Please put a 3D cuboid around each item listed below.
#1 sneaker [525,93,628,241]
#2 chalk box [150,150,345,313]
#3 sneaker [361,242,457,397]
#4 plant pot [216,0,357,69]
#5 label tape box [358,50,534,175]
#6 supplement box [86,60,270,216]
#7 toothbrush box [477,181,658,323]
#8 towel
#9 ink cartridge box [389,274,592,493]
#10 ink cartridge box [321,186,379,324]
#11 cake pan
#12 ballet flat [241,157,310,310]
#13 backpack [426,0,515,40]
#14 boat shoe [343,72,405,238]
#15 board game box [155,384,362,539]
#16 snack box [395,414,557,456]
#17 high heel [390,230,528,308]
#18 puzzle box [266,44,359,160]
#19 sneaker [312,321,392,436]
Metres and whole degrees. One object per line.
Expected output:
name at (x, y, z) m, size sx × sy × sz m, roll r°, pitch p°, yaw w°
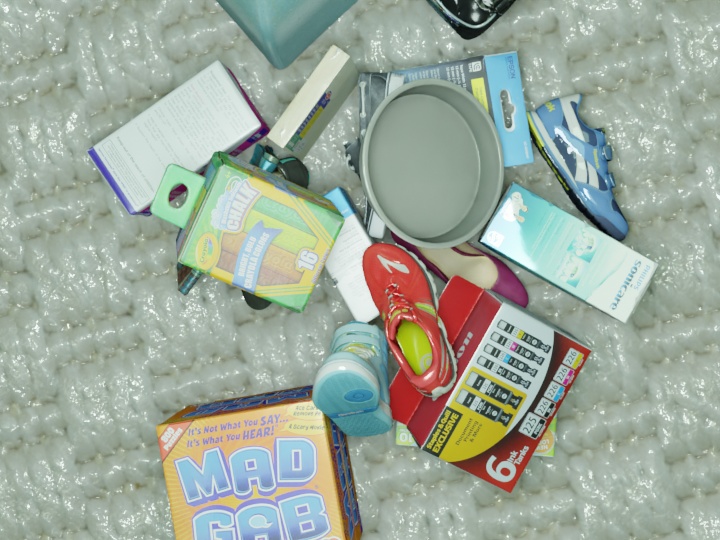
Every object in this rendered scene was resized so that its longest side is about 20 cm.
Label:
sneaker at (0.285, -0.130, 1.660) m, size 0.082 × 0.074 × 0.200 m, roll -32°, pitch 91°, yaw 0°
chalk box at (-0.137, -0.055, 1.527) m, size 0.199 × 0.124 × 0.125 m, roll 22°, pitch 98°, yaw -14°
sneaker at (0.054, 0.049, 1.544) m, size 0.077 × 0.085 × 0.201 m, roll -30°, pitch 70°, yaw 12°
plant pot at (-0.104, -0.390, 1.619) m, size 0.196 × 0.200 × 0.196 m, roll -42°, pitch 88°, yaw 5°
label tape box at (0.107, -0.186, 1.676) m, size 0.199 × 0.066 × 0.144 m, roll -10°, pitch 92°, yaw 2°
supplement box at (-0.225, -0.164, 1.682) m, size 0.200 × 0.101 × 0.104 m, roll -35°, pitch 89°, yaw 4°
toothbrush box at (0.249, -0.022, 1.628) m, size 0.199 × 0.146 × 0.086 m, roll 29°, pitch 93°, yaw 2°
towel at (-0.169, -0.068, 1.659) m, size 0.022 × 0.147 × 0.200 m, roll 34°, pitch 95°, yaw -13°
ink cartridge box at (0.145, 0.133, 1.593) m, size 0.175 × 0.084 × 0.201 m, roll 27°, pitch 95°, yaw -15°
ink cartridge box at (0.000, 0.000, 1.661) m, size 0.068 × 0.116 × 0.201 m, roll -30°, pitch 89°, yaw 4°
cake pan at (0.080, -0.125, 1.585) m, size 0.199 × 0.037 × 0.201 m, roll 0°, pitch 89°, yaw -31°
ballet flat at (-0.123, -0.049, 1.688) m, size 0.068 × 0.068 × 0.201 m, roll 17°, pitch 95°, yaw 29°
backpack at (0.124, -0.404, 1.626) m, size 0.200 × 0.151 × 0.178 m, roll 45°, pitch 91°, yaw -5°
boat shoe at (0.012, -0.141, 1.617) m, size 0.067 × 0.072 × 0.201 m, roll 5°, pitch 92°, yaw 4°
board game box at (-0.117, 0.258, 1.633) m, size 0.199 × 0.200 × 0.201 m, roll -10°, pitch 91°, yaw 5°
snack box at (0.148, 0.154, 1.684) m, size 0.199 × 0.053 × 0.143 m, roll 4°, pitch 93°, yaw 3°
high heel at (0.122, -0.006, 1.661) m, size 0.199 × 0.096 × 0.068 m, roll 29°, pitch 93°, yaw 3°
puzzle box at (-0.053, -0.200, 1.619) m, size 0.025 × 0.200 × 0.133 m, roll 37°, pitch 92°, yaw 3°
sneaker at (-0.012, 0.103, 1.539) m, size 0.079 × 0.200 × 0.131 m, roll -6°, pitch 64°, yaw 6°
